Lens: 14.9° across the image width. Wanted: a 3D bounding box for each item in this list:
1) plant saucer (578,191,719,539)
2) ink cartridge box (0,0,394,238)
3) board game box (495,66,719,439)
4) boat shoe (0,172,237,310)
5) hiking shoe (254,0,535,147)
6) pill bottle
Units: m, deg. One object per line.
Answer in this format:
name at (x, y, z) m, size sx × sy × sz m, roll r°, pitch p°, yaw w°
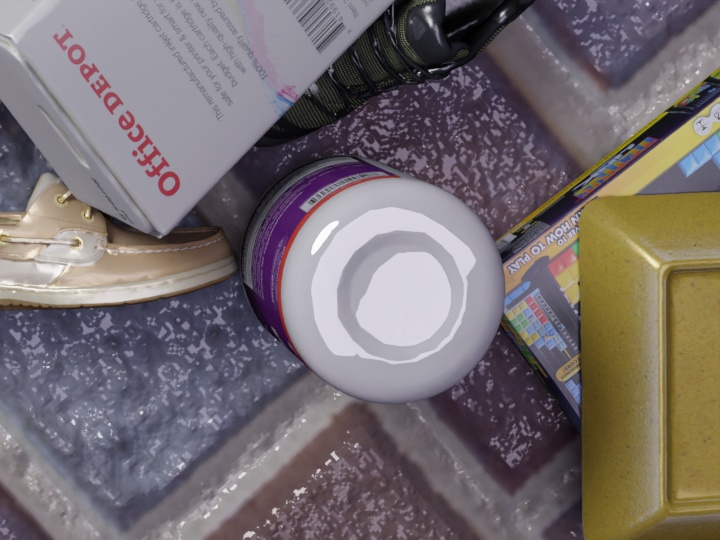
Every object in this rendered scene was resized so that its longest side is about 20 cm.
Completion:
plant saucer at (0.222, 0.057, 1.508) m, size 0.200 × 0.048 × 0.200 m, roll -3°, pitch 98°, yaw -11°
ink cartridge box at (-0.091, -0.139, 1.391) m, size 0.200 × 0.087 × 0.145 m, roll -48°, pitch 127°, yaw -17°
board game box at (0.183, 0.007, 1.545) m, size 0.200 × 0.057 × 0.165 m, roll -38°, pitch 102°, yaw -5°
boat shoe at (-0.166, -0.017, 1.458) m, size 0.200 × 0.074 × 0.069 m, roll -3°, pitch 97°, yaw -5°
hiking shoe at (0.011, -0.129, 1.469) m, size 0.200 × 0.101 × 0.076 m, roll -32°, pitch 102°, yaw -6°
pill bottle at (0.000, 0.000, 1.432) m, size 0.112 × 0.200 × 0.113 m, roll -1°, pitch 97°, yaw -11°
